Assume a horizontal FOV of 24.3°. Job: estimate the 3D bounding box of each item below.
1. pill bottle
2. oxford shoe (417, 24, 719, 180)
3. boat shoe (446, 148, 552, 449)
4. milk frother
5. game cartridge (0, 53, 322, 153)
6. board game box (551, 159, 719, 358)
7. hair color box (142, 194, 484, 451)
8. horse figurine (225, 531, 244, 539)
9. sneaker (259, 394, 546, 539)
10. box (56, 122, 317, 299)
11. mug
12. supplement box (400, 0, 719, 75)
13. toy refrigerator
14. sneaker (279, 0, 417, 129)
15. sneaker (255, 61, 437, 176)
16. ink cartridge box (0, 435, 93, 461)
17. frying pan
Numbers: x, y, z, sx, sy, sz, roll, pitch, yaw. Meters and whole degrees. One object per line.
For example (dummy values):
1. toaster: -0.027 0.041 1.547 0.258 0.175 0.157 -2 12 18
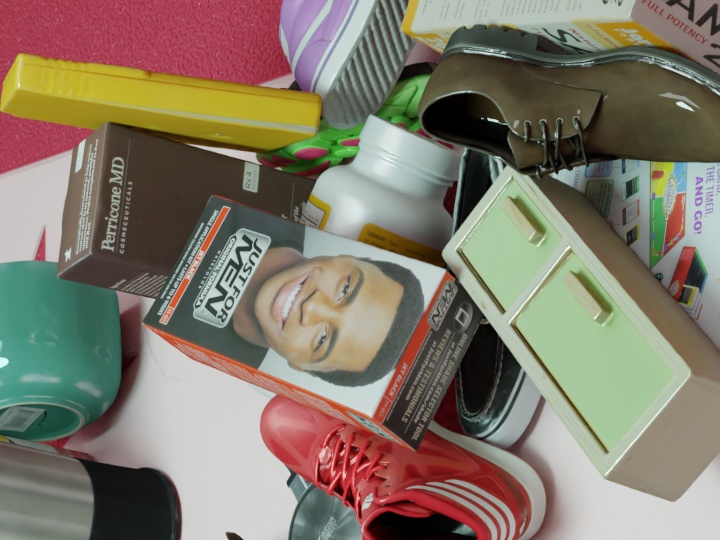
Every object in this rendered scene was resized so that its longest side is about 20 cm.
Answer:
1. pill bottle: 0.000 0.000 1.139 0.104 0.104 0.201 32 101 52
2. oxford shoe: 0.124 -0.080 0.936 0.199 0.073 0.085 9 49 30
3. boat shoe: 0.080 0.011 1.063 0.073 0.068 0.200 -1 76 51
4. milk frother: -0.242 0.240 1.273 0.200 0.188 0.181 41 109 50
5. game cartridge: -0.143 -0.114 1.147 0.176 0.199 0.033 179 99 -74
6. board game box: 0.186 -0.013 0.964 0.200 0.040 0.154 2 77 51
7. hair color box: -0.032 0.029 1.038 0.199 0.061 0.102 18 75 38
8. horse figurine: -0.095 0.279 1.179 0.132 0.050 0.201 -168 87 -69
9. sneaker: 0.005 0.120 1.016 0.199 0.115 0.079 14 101 26
10. box: -0.110 -0.029 1.201 0.075 0.199 0.101 -26 56 58
11. mug: -0.274 0.084 1.425 0.151 0.185 0.115 -12 62 10
12. supplement box: 0.138 -0.154 1.009 0.200 0.126 0.074 7 76 53
13. toy refrigerator: 0.126 0.028 0.928 0.076 0.070 0.200 -53 41 19
14. sneaker: 0.008 -0.207 1.123 0.201 0.072 0.114 -52 47 22
15. sneaker: -0.011 -0.126 1.226 0.199 0.077 0.084 -11 71 47
16. ink cartridge box: -0.319 0.196 1.375 0.067 0.199 0.117 36 104 51
17. frying pan: -0.022 0.154 1.169 0.115 0.031 0.191 -41 50 32
